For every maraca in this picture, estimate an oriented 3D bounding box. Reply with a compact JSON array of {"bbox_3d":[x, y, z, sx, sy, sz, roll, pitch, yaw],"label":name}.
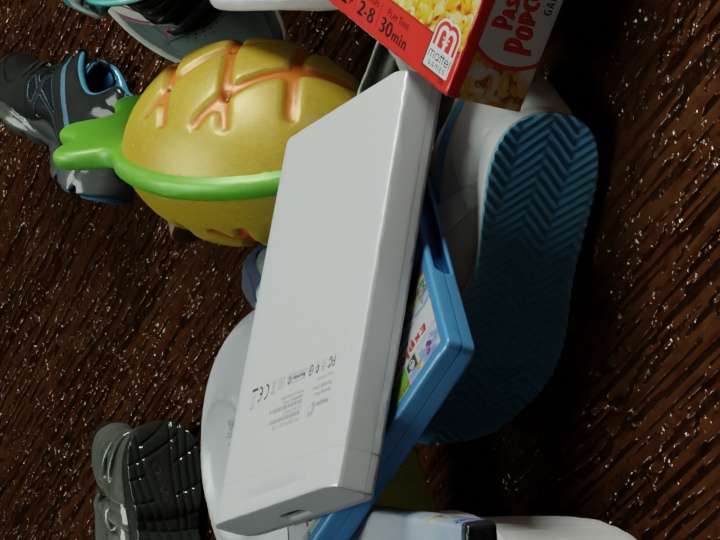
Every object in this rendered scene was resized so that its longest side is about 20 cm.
[{"bbox_3d":[-0.074,-0.071,1.442,0.200,0.137,0.107,10,116,40],"label":"maraca"}]

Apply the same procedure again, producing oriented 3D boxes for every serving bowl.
[{"bbox_3d":[-0.047,0.112,1.559,0.200,0.066,0.201,177,90,-65],"label":"serving bowl"}]

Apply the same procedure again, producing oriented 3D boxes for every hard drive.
[{"bbox_3d":[-0.016,0.018,1.270,0.132,0.027,0.201,-26,50,60],"label":"hard drive"}]

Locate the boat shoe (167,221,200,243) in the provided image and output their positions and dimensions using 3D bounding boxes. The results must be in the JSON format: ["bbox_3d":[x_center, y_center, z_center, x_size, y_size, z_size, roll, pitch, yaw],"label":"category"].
[{"bbox_3d":[-0.082,-0.077,1.595,0.200,0.070,0.071,-37,65,62],"label":"boat shoe"}]

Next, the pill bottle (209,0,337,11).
[{"bbox_3d":[-0.027,-0.236,1.405,0.111,0.110,0.201,-168,75,-64],"label":"pill bottle"}]

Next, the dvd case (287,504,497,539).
[{"bbox_3d":[0.015,0.180,1.242,0.200,0.017,0.143,177,90,-65],"label":"dvd case"}]

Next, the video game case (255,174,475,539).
[{"bbox_3d":[-0.002,0.023,1.293,0.143,0.018,0.200,-57,27,30],"label":"video game case"}]

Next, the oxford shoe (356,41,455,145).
[{"bbox_3d":[0.043,-0.136,1.334,0.075,0.058,0.200,-115,33,-41],"label":"oxford shoe"}]

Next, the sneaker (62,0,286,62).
[{"bbox_3d":[-0.109,-0.161,1.455,0.084,0.200,0.121,-50,24,6],"label":"sneaker"}]

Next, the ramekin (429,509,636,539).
[{"bbox_3d":[0.082,0.206,1.247,0.200,0.105,0.201,175,90,-65],"label":"ramekin"}]

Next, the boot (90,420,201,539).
[{"bbox_3d":[-0.144,0.197,1.801,0.131,0.067,0.201,159,113,-69],"label":"boot"}]

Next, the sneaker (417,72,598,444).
[{"bbox_3d":[0.059,-0.005,1.311,0.081,0.076,0.201,-117,40,-53],"label":"sneaker"}]

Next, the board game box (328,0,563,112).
[{"bbox_3d":[0.057,-0.195,1.243,0.151,0.046,0.201,42,117,52],"label":"board game box"}]

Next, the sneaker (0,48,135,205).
[{"bbox_3d":[-0.193,-0.116,1.856,0.200,0.073,0.082,40,113,50],"label":"sneaker"}]

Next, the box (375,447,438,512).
[{"bbox_3d":[0.013,0.152,1.388,0.075,0.050,0.201,-9,102,65],"label":"box"}]

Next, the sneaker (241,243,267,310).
[{"bbox_3d":[0.000,0.000,1.435,0.200,0.070,0.082,26,123,53],"label":"sneaker"}]
